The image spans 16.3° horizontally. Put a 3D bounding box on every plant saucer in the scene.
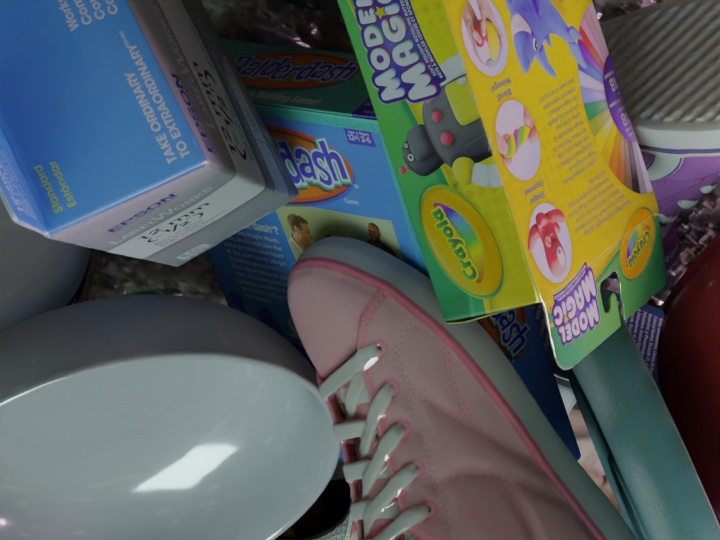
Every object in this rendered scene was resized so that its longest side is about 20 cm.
[{"bbox_3d":[0.125,0.101,1.035,0.027,0.200,0.200,-22,134,1],"label":"plant saucer"}]

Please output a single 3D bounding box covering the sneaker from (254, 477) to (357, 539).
[{"bbox_3d":[-0.028,0.144,1.208,0.082,0.078,0.200,44,119,-9],"label":"sneaker"}]

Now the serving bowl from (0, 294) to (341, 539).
[{"bbox_3d":[-0.112,0.071,1.103,0.200,0.066,0.200,-13,145,-9],"label":"serving bowl"}]

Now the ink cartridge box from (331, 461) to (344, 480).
[{"bbox_3d":[0.015,0.164,1.319,0.200,0.086,0.148,0,138,23],"label":"ink cartridge box"}]

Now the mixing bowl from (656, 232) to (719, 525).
[{"bbox_3d":[0.194,0.024,1.026,0.108,0.200,0.200,47,144,15],"label":"mixing bowl"}]

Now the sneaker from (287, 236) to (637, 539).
[{"bbox_3d":[0.021,0.085,1.007,0.200,0.105,0.075,50,148,2],"label":"sneaker"}]

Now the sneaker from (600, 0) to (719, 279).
[{"bbox_3d":[0.130,-0.048,1.036,0.200,0.073,0.114,-3,140,40],"label":"sneaker"}]

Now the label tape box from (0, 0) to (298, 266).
[{"bbox_3d":[-0.101,-0.083,0.935,0.066,0.144,0.200,-28,171,7],"label":"label tape box"}]

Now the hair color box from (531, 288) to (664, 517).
[{"bbox_3d":[0.118,0.066,1.181,0.200,0.061,0.100,20,142,-5],"label":"hair color box"}]

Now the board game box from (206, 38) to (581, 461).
[{"bbox_3d":[0.000,0.000,1.081,0.152,0.045,0.200,12,133,43],"label":"board game box"}]

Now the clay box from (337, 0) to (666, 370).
[{"bbox_3d":[0.050,-0.069,0.930,0.048,0.115,0.200,-11,101,32],"label":"clay box"}]

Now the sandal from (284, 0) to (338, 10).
[{"bbox_3d":[-0.029,-0.169,0.960,0.075,0.048,0.201,11,141,7],"label":"sandal"}]

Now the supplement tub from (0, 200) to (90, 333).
[{"bbox_3d":[-0.201,0.033,1.190,0.145,0.146,0.200,14,142,3],"label":"supplement tub"}]
